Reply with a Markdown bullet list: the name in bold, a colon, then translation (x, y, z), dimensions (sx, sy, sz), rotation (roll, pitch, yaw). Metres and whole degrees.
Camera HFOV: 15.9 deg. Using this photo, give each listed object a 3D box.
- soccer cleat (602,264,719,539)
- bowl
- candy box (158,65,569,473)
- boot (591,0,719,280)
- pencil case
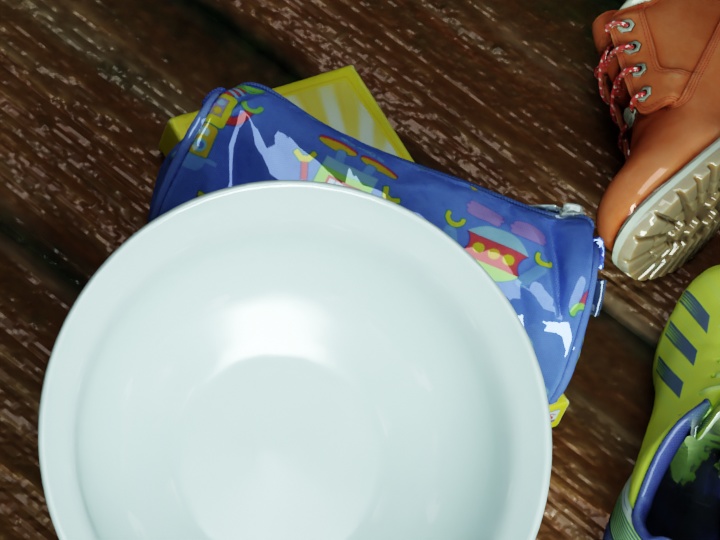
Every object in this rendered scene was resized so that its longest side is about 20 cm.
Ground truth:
- **soccer cleat**: translation (0.153, 0.068, 1.108), dimensions (0.065, 0.084, 0.201), rotation (23, 52, 1)
- **bowl**: translation (-0.029, 0.071, 1.027), dimensions (0.200, 0.090, 0.202), rotation (1, 81, -7)
- **candy box**: translation (0.000, 0.000, 1.148), dimensions (0.102, 0.026, 0.200), rotation (-18, 62, -29)
- **boot**: translation (0.142, -0.073, 1.221), dimensions (0.107, 0.075, 0.200), rotation (31, 44, 11)
- **pencil case**: translation (0.011, -0.014, 1.094), dimensions (0.199, 0.078, 0.087), rotation (21, 83, 0)
